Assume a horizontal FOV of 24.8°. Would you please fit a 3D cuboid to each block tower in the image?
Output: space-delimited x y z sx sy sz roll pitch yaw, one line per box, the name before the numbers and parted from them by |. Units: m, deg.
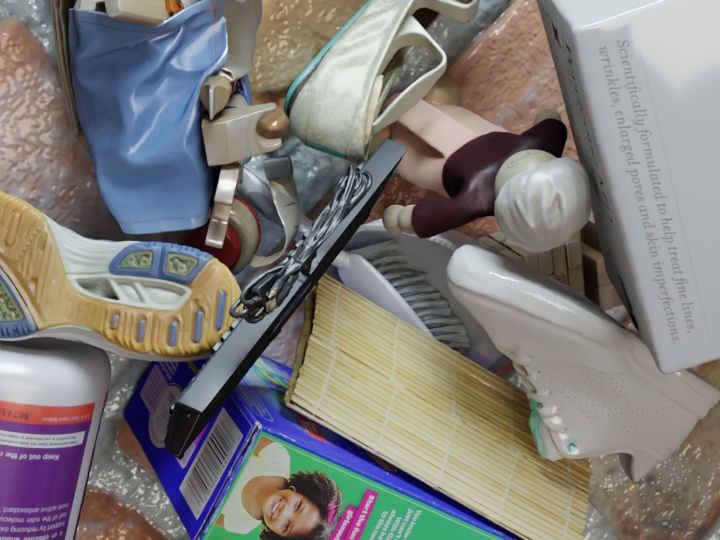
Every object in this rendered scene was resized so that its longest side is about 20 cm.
block tower | 0.138 -0.005 1.037 0.198 0.054 0.059 -15 110 -18

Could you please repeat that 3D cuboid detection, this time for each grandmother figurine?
grandmother figurine | 0.064 -0.057 0.907 0.121 0.200 0.061 -42 117 -7

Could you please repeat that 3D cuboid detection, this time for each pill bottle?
pill bottle | -0.209 0.128 0.895 0.111 0.112 0.202 9 101 -25

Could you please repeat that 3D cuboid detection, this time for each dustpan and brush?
dustpan and brush | 0.000 0.000 0.966 0.200 0.057 0.140 47 127 3

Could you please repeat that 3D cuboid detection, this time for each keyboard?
keyboard | -0.035 0.003 0.832 0.021 0.127 0.201 35 57 2

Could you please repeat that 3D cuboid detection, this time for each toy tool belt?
toy tool belt | -0.100 -0.073 0.869 0.123 0.123 0.202 -7 110 9

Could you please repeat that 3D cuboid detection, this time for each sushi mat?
sushi mat | 0.048 0.083 0.916 0.199 0.096 0.012 31 133 -17

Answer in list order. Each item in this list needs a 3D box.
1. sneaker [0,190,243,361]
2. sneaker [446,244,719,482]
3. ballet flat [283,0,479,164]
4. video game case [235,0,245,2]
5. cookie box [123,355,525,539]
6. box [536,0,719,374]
sneaker | -0.159 0.012 0.873 0.198 0.088 0.076 17 80 3
sneaker | 0.114 0.061 0.912 0.199 0.075 0.089 31 98 -30
ballet flat | 0.033 -0.142 0.925 0.062 0.068 0.201 30 76 16
video game case | -0.089 -0.267 0.828 0.199 0.024 0.183 35 82 -6
cookie box | -0.020 0.122 0.943 0.199 0.171 0.076 27 97 -27
box | 0.211 -0.085 0.847 0.198 0.131 0.201 -18 115 2
